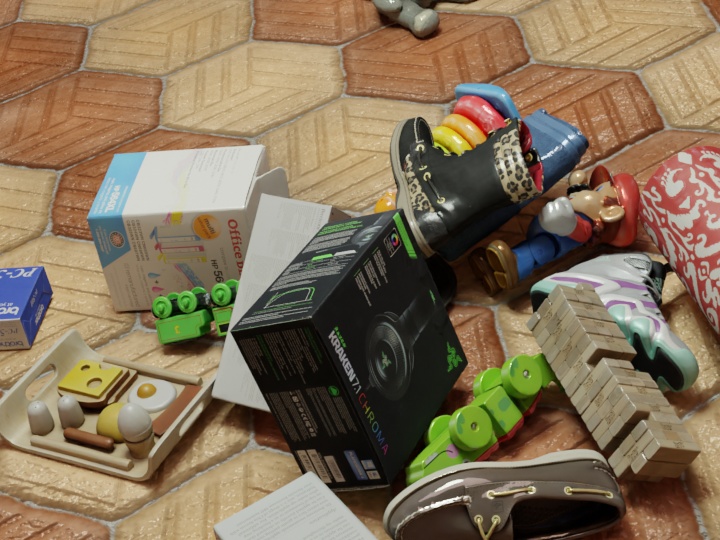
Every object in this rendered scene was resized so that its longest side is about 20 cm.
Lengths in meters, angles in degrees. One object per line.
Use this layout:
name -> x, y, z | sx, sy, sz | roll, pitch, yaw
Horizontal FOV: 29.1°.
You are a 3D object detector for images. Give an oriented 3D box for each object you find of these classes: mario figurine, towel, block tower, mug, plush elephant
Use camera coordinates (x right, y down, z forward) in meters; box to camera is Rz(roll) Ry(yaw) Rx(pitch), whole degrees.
mario figurine -> 0.203, -0.057, 1.449 | 0.199, 0.107, 0.123 | -27, 36, -21
towel -> 0.148, -0.090, 1.493 | 0.199, 0.049, 0.112 | -37, 28, -3
block tower -> 0.216, 0.097, 1.220 | 0.057, 0.054, 0.201 | 11, 37, -35
mug -> 0.368, -0.025, 1.280 | 0.176, 0.134, 0.201 | -27, 43, -3
plush elephant -> 0.063, -0.450, 1.988 | 0.199, 0.156, 0.164 | 23, 46, 37

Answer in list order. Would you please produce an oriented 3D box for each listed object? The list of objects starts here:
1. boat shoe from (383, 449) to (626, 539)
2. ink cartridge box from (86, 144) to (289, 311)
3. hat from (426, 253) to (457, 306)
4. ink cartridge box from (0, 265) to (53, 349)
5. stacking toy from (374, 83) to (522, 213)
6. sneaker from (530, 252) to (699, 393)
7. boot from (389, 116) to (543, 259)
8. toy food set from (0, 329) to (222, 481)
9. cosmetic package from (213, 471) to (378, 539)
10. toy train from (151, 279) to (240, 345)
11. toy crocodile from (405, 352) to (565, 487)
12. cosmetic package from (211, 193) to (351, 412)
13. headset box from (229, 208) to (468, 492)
boat shoe -> 0.119, 0.199, 1.141 | 0.197, 0.073, 0.060 | -9, 31, -9
ink cartridge box -> -0.173, -0.047, 1.505 | 0.197, 0.130, 0.126 | -3, 36, 11
hat -> 0.000, 0.000, 1.438 | 0.198, 0.082, 0.202 | -6, 36, 5
ink cartridge box -> -0.446, 0.045, 1.520 | 0.197, 0.045, 0.095 | -3, 37, 10
stacking toy -> 0.095, -0.114, 1.572 | 0.199, 0.110, 0.116 | -38, 26, -18
sneaker -> 0.274, 0.032, 1.328 | 0.139, 0.078, 0.199 | -30, 41, -26
boot -> 0.108, -0.111, 1.441 | 0.149, 0.073, 0.201 | -25, 35, 20
toy food set -> -0.242, 0.120, 1.349 | 0.198, 0.061, 0.144 | 10, 40, 26
cosmetic package -> -0.023, 0.257, 1.092 | 0.101, 0.072, 0.200 | -26, 38, -22
toy train -> -0.123, 0.037, 1.410 | 0.198, 0.057, 0.042 | -12, 3, 21
toy crocodile -> 0.116, 0.133, 1.246 | 0.200, 0.062, 0.067 | -39, 2, -33
cosmetic package -> -0.074, 0.034, 1.332 | 0.082, 0.051, 0.203 | 11, 84, 29
headset box -> -0.001, 0.066, 1.242 | 0.092, 0.176, 0.200 | -10, 25, 34
